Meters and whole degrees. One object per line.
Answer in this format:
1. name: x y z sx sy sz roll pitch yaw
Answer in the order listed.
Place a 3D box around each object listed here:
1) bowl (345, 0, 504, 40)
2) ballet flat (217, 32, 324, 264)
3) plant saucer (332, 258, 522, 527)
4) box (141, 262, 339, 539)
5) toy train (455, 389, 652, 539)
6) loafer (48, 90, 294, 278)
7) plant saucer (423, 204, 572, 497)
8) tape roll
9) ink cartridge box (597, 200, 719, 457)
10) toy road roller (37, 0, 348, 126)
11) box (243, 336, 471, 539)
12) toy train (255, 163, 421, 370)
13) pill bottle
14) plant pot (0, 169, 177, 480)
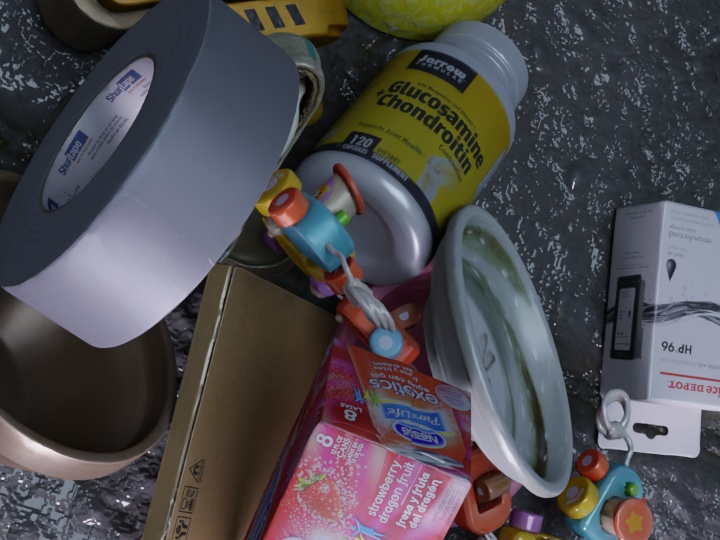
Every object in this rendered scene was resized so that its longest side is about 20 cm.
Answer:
1. bowl: 0.064 -0.281 0.916 0.198 0.107 0.203 1 88 -26
2. ballet flat: -0.087 -0.058 0.773 0.067 0.062 0.201 22 107 -30
3. plant saucer: 0.055 0.088 0.920 0.199 0.051 0.203 -1 92 -29
4. box: -0.075 0.111 0.828 0.163 0.021 0.202 31 70 -61
5. toy train: 0.146 0.166 0.904 0.198 0.055 0.152 -14 102 -30
6. loafer: -0.118 -0.056 0.839 0.199 0.067 0.077 29 76 -21
7. plant saucer: 0.086 0.058 0.832 0.200 0.050 0.202 52 28 -43
8. tape roll: -0.123 -0.060 0.692 0.066 0.200 0.202 36 73 -27
9. ink cartridge box: 0.267 0.053 1.019 0.115 0.068 0.202 8 84 -25
10. toy road roller: -0.102 -0.158 0.822 0.198 0.123 0.148 -13 95 -26
11. box: -0.014 0.157 0.731 0.095 0.100 0.201 22 114 -6
12. toy train: 0.000 0.000 0.775 0.056 0.200 0.150 -43 78 -8
13. pill bottle: 0.043 -0.092 0.883 0.112 0.112 0.200 48 53 -16
14. plant pot: -0.214 0.046 0.753 0.201 0.092 0.202 44 27 -29
